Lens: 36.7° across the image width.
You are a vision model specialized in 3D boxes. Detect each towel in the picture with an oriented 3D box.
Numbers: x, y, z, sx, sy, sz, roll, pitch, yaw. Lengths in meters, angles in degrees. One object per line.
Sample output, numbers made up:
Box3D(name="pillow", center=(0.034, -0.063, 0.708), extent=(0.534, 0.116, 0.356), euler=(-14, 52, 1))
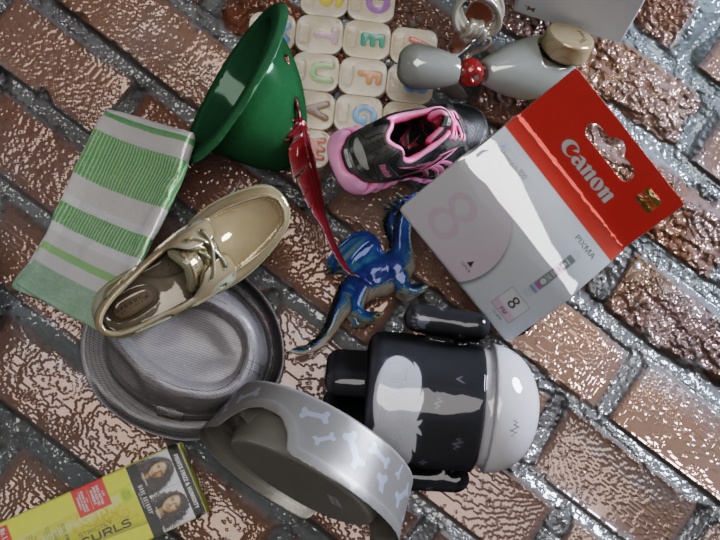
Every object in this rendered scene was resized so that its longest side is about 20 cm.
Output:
Box3D(name="towel", center=(-0.241, -0.053, 1.021), extent=(0.152, 0.023, 0.201), euler=(19, 78, 40))

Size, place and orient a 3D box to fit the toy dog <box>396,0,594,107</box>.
Box3D(name="toy dog", center=(0.133, -0.212, 1.068), extent=(0.199, 0.097, 0.132), euler=(20, 121, -28))

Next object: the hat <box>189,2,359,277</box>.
Box3D(name="hat", center=(-0.058, -0.127, 1.051), extent=(0.176, 0.166, 0.201), euler=(30, 82, -22))

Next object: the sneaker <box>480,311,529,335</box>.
Box3D(name="sneaker", center=(0.144, -0.039, 1.046), extent=(0.070, 0.090, 0.201), euler=(1, 81, -3))

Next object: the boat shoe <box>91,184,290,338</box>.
Box3D(name="boat shoe", center=(-0.144, -0.005, 0.940), extent=(0.200, 0.065, 0.072), euler=(-33, 101, -8))

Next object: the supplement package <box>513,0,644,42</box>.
Box3D(name="supplement package", center=(0.236, -0.349, 1.065), extent=(0.117, 0.117, 0.201), euler=(17, 66, -1))

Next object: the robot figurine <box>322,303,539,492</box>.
Box3D(name="robot figurine", center=(0.065, 0.121, 1.002), extent=(0.199, 0.151, 0.125), euler=(6, 56, -1))

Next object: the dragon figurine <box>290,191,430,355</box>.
Box3D(name="dragon figurine", center=(0.000, 0.000, 1.048), extent=(0.200, 0.059, 0.100), euler=(-32, 84, -8))

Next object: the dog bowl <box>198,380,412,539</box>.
Box3D(name="dog bowl", center=(-0.043, 0.169, 0.957), extent=(0.200, 0.200, 0.059), euler=(29, 67, 2))

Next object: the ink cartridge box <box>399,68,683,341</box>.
Box3D(name="ink cartridge box", center=(0.161, -0.056, 0.980), extent=(0.200, 0.057, 0.163), euler=(-38, 93, 27))

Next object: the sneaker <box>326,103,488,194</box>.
Box3D(name="sneaker", center=(0.066, -0.126, 1.022), extent=(0.200, 0.095, 0.079), euler=(-22, 85, -42))

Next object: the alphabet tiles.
Box3D(name="alphabet tiles", center=(-0.022, -0.198, 1.101), extent=(0.195, 0.015, 0.201), euler=(7, 80, -2))

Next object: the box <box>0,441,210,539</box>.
Box3D(name="box", center=(-0.245, 0.232, 1.003), extent=(0.199, 0.050, 0.076), euler=(-23, 83, -6))

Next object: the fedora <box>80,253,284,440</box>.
Box3D(name="fedora", center=(-0.171, 0.067, 1.013), extent=(0.199, 0.090, 0.177), euler=(25, 80, 1))
